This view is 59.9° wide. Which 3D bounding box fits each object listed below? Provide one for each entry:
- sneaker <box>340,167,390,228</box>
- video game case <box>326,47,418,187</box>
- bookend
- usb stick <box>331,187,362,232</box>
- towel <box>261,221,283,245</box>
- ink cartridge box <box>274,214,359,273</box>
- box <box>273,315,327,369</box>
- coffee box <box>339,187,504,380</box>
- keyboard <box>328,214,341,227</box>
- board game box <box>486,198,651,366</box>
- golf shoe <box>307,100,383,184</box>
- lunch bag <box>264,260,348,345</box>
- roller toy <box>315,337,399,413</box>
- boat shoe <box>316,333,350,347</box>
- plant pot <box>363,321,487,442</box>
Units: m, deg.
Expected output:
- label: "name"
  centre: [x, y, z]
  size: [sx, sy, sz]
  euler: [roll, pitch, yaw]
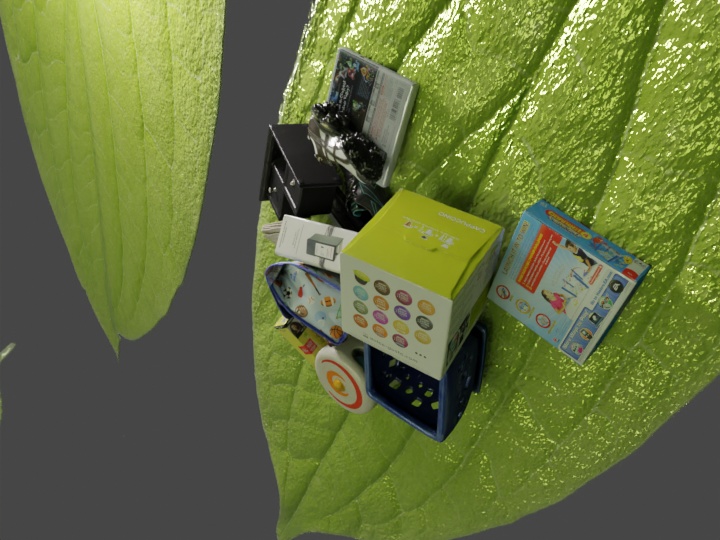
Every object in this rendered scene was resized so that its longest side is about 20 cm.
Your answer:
- label: "sneaker"
  centre: [0.005, -0.153, 1.217]
  size: [0.200, 0.079, 0.075]
  euler: [59, 143, 14]
- label: "video game case"
  centre: [0.007, -0.282, 1.153]
  size: [0.182, 0.023, 0.200]
  euler: [35, 127, 27]
- label: "bookend"
  centre: [-0.131, -0.166, 1.299]
  size: [0.200, 0.092, 0.199]
  euler: [108, 145, -44]
- label: "usb stick"
  centre: [-0.029, -0.116, 1.315]
  size: [0.200, 0.033, 0.055]
  euler: [53, 132, 15]
- label: "towel"
  centre: [-0.118, -0.047, 1.394]
  size: [0.200, 0.035, 0.132]
  euler: [35, 157, -33]
- label: "ink cartridge box"
  centre: [-0.041, -0.040, 1.221]
  size: [0.200, 0.145, 0.084]
  euler: [16, 93, 29]
- label: "box"
  centre: [-0.121, 0.177, 1.555]
  size: [0.050, 0.075, 0.200]
  euler: [-10, 126, 50]
- label: "coffee box"
  centre: [0.100, 0.017, 1.054]
  size: [0.200, 0.200, 0.198]
  euler: [24, 139, 22]
- label: "keyboard"
  centre: [-0.007, -0.130, 1.317]
  size: [0.200, 0.011, 0.056]
  euler: [-17, 96, 52]
- label: "board game box"
  centre: [0.323, 0.021, 1.004]
  size: [0.196, 0.056, 0.200]
  euler: [39, 139, 24]
- label: "golf shoe"
  centre: [-0.031, -0.218, 1.151]
  size: [0.200, 0.078, 0.095]
  euler: [57, 138, 24]
- label: "lunch bag"
  centre: [-0.088, 0.049, 1.249]
  size: [0.200, 0.170, 0.124]
  euler: [33, 96, 4]
- label: "roller toy"
  centre: [-0.011, 0.232, 1.456]
  size: [0.200, 0.140, 0.183]
  euler: [19, 132, 40]
- label: "boat shoe"
  centre: [-0.085, 0.114, 1.430]
  size: [0.072, 0.068, 0.200]
  euler: [53, 171, -29]
- label: "plant pot"
  centre: [0.136, 0.175, 1.223]
  size: [0.200, 0.180, 0.200]
  euler: [26, 133, 34]
